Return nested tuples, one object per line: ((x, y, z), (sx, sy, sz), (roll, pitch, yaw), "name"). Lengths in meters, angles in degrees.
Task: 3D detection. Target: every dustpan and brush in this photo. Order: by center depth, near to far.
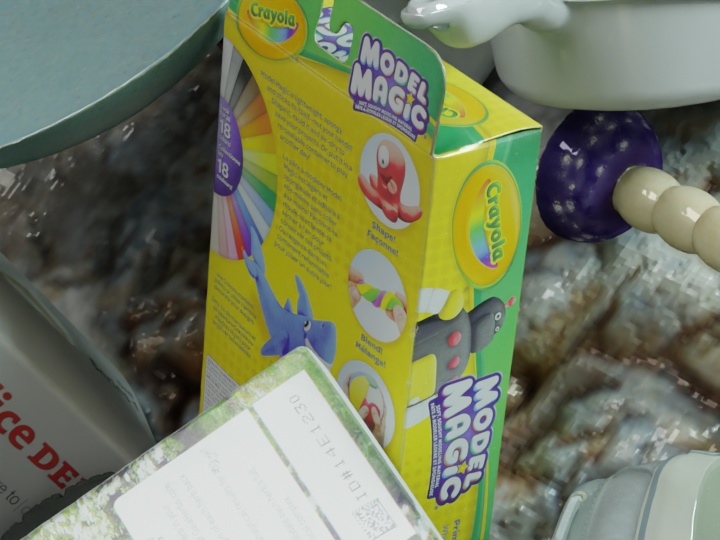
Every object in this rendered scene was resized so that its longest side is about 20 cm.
((0.075, -0.082, 0.892), (0.139, 0.058, 0.200), (6, 22, 36), "dustpan and brush")

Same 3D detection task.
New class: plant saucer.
((-0.101, -0.092, 0.960), (0.200, 0.039, 0.202), (-20, 38, 16), "plant saucer")

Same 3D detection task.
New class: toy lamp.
((0.139, 0.004, 0.877), (0.058, 0.058, 0.200), (-51, 44, -8), "toy lamp")

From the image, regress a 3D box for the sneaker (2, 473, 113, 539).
((-0.129, 0.137, 0.899), (0.199, 0.076, 0.091), (-29, 32, -5), "sneaker")

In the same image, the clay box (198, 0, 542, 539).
((0.000, 0.000, 0.884), (0.047, 0.201, 0.115), (-14, 35, -33), "clay box")

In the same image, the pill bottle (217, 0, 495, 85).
((-0.031, -0.140, 1.052), (0.106, 0.106, 0.200), (-41, 46, 2), "pill bottle")

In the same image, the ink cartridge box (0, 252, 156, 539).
((-0.182, 0.084, 0.963), (0.200, 0.146, 0.084), (-39, 40, 4), "ink cartridge box")

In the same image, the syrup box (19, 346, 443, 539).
((-0.068, 0.119, 0.802), (0.199, 0.082, 0.079), (-35, 62, -2), "syrup box")

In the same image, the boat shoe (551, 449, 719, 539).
((0.070, 0.147, 0.819), (0.071, 0.070, 0.202), (-11, 49, 40), "boat shoe")
